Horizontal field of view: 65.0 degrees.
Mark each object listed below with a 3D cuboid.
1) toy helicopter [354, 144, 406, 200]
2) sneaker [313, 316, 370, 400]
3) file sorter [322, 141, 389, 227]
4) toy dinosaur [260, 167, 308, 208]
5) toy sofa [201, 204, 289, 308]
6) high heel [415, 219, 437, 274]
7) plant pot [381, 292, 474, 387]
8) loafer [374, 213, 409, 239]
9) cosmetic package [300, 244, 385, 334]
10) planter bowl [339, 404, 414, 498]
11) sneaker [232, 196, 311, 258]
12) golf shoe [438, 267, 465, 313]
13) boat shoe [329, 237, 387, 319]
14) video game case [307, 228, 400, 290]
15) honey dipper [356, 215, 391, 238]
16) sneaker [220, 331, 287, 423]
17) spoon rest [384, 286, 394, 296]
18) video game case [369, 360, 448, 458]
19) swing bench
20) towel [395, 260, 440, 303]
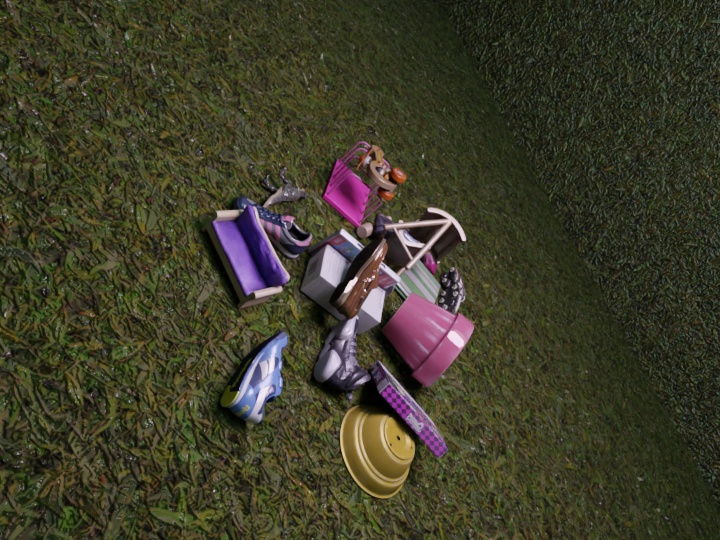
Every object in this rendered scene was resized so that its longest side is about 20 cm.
[{"bbox_3d":[0.043,-0.292,1.563,0.131,0.079,0.201,23,34,-24],"label":"toy helicopter"},{"bbox_3d":[-0.026,0.194,1.262,0.114,0.075,0.201,44,41,-16],"label":"sneaker"},{"bbox_3d":[-0.002,-0.257,1.633,0.139,0.125,0.201,39,37,-21],"label":"file sorter"},{"bbox_3d":[-0.199,-0.204,1.419,0.199,0.047,0.089,-31,93,-53],"label":"toy dinosaur"},{"bbox_3d":[-0.238,-0.033,1.171,0.082,0.097,0.202,-12,72,-54],"label":"toy sofa"},{"bbox_3d":[0.211,-0.080,1.823,0.201,0.066,0.097,-105,178,-50],"label":"high heel"},{"bbox_3d":[0.159,0.160,1.431,0.178,0.201,0.200,39,33,5],"label":"plant pot"},{"bbox_3d":[0.106,-0.116,1.671,0.199,0.071,0.064,22,57,-53],"label":"loafer"},{"bbox_3d":[-0.039,0.049,1.361,0.199,0.081,0.114,37,39,-24],"label":"cosmetic package"},{"bbox_3d":[0.056,0.368,1.201,0.199,0.083,0.202,31,41,-31],"label":"planter bowl"},{"bbox_3d":[-0.198,-0.115,1.306,0.199,0.082,0.071,37,37,-24],"label":"sneaker"},{"bbox_3d":[0.297,0.077,1.764,0.088,0.077,0.201,47,34,-24],"label":"golf shoe"},{"bbox_3d":[0.008,0.017,1.290,0.068,0.072,0.201,42,74,-20],"label":"boat shoe"},{"bbox_3d":[-0.016,-0.013,1.391,0.199,0.142,0.018,39,53,-22],"label":"video game case"},{"bbox_3d":[0.046,-0.136,1.672,0.038,0.038,0.200,55,31,1],"label":"honey dipper"},{"bbox_3d":[-0.184,0.199,1.064,0.082,0.074,0.201,46,42,-15],"label":"sneaker"},{"bbox_3d":[0.000,0.000,1.457,0.199,0.100,0.061,37,44,0],"label":"spoon rest"},{"bbox_3d":[0.104,0.307,1.275,0.200,0.036,0.181,49,-1,-9],"label":"video game case"},{"bbox_3d":[0.145,-0.067,1.520,0.198,0.199,0.131,-25,80,-21],"label":"swing bench"},{"bbox_3d":[0.170,0.045,1.680,0.153,0.023,0.200,49,32,-11],"label":"towel"}]
